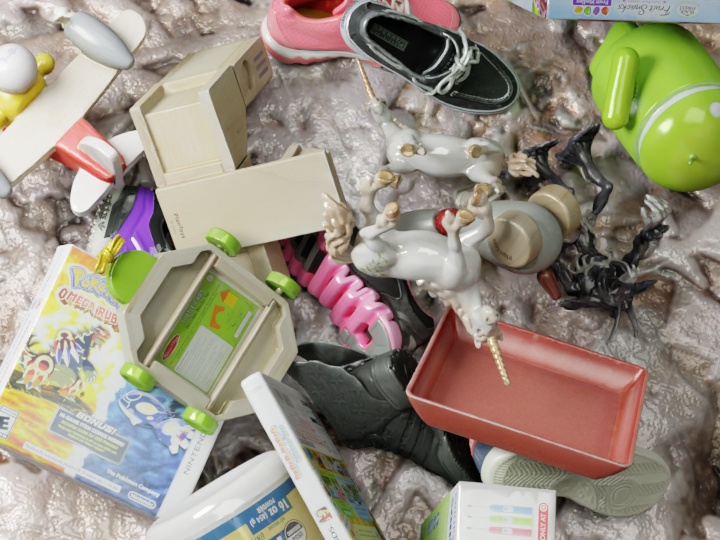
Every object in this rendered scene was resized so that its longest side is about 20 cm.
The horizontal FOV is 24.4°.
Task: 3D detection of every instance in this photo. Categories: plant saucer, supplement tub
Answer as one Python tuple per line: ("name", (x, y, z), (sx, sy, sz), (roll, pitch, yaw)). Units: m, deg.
("plant saucer", (0.150, 0.112, 1.481), (0.199, 0.200, 0.037), (18, 114, 7))
("supplement tub", (-0.074, 0.269, 1.399), (0.144, 0.145, 0.200), (-32, 91, -15))

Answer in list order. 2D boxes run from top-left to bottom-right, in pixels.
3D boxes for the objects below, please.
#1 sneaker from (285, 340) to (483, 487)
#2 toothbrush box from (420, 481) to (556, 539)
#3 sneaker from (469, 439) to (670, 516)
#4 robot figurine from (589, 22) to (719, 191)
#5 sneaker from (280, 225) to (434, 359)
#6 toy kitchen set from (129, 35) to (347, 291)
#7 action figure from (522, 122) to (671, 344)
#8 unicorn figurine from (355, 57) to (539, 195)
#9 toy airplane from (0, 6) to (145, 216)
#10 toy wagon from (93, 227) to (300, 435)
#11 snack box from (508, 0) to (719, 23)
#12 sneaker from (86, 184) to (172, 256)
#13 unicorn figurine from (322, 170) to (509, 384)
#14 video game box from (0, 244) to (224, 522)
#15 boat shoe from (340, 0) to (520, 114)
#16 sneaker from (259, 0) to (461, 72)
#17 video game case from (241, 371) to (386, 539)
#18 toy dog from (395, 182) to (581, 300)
("sneaker", (0.026, 0.136, 1.508), (0.200, 0.104, 0.060), (53, 34, -22))
("toothbrush box", (0.102, 0.270, 1.400), (0.086, 0.200, 0.146), (5, 70, -4))
("sneaker", (0.188, 0.168, 1.510), (0.199, 0.085, 0.075), (13, 110, -27))
("robot figurine", (0.296, -0.156, 1.586), (0.175, 0.116, 0.200), (9, 38, -33))
("sneaker", (0.000, 0.000, 1.557), (0.095, 0.079, 0.200), (-17, 68, -40))
("toy kitchen set", (-0.083, -0.101, 1.543), (0.163, 0.181, 0.201), (-11, 111, 17))
("action figure", (0.223, -0.036, 1.570), (0.119, 0.102, 0.200), (-15, 72, -23))
("unicorn figurine", (0.066, -0.116, 1.567), (0.200, 0.137, 0.074), (24, 108, -1))
("toy airplane", (-0.289, -0.144, 1.497), (0.198, 0.141, 0.200), (-10, 56, 7))
("toy wagon", (-0.148, 0.039, 1.445), (0.200, 0.040, 0.155), (37, 72, -19))
("snack box", (0.241, -0.279, 1.600), (0.168, 0.200, 0.068), (1, 105, -5))
("sneaker", (-0.207, 0.015, 1.519), (0.099, 0.070, 0.201), (13, 71, -4))
("unicorn figurine", (0.062, -0.009, 1.433), (0.200, 0.138, 0.074), (23, 46, 13))
("video game box", (-0.212, 0.102, 1.457), (0.200, 0.047, 0.183), (29, 73, -22))
("boat shoe", (0.078, -0.202, 1.589), (0.199, 0.068, 0.074), (29, 92, -26))
("sneaker", (0.004, -0.243, 1.618), (0.199, 0.087, 0.074), (-4, 70, -8))
("video game case", (-0.031, 0.179, 1.418), (0.023, 0.200, 0.182), (-31, 77, 3))
("toy dog", (0.120, -0.017, 1.526), (0.132, 0.200, 0.097), (-22, 104, -22))
